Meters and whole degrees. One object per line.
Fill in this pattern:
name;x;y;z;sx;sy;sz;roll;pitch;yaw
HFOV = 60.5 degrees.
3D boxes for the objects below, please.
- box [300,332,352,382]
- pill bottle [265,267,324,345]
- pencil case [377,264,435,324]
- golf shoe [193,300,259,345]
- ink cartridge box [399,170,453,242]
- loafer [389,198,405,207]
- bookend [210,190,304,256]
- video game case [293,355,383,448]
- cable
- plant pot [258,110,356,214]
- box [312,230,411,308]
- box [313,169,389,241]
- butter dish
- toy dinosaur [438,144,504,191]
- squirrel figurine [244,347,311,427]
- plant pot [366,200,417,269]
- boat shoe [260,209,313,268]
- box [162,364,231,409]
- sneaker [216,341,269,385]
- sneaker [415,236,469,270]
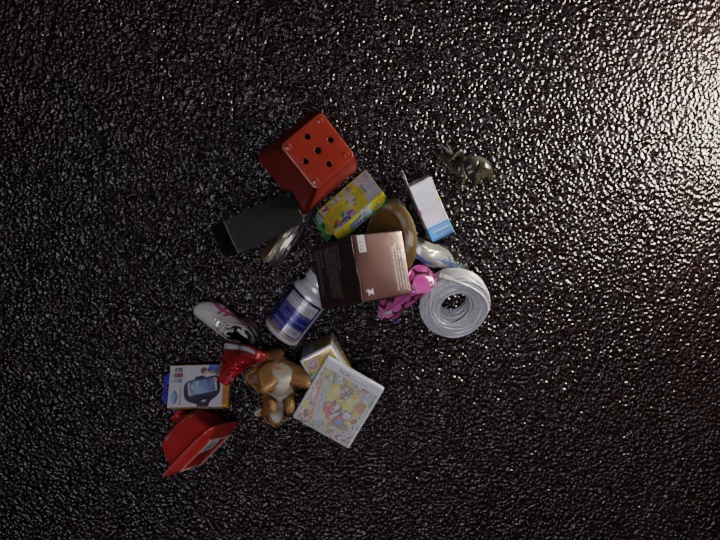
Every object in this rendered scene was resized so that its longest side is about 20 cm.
box;-0.078;0.297;1.744;0.100;0.113;0.202;-27;101;6
pill bottle;-0.162;0.098;1.706;0.115;0.116;0.201;38;97;-7
pencil case;0.119;0.064;1.661;0.093;0.200;0.091;-31;79;-36
golf shoe;-0.377;0.146;1.725;0.197;0.092;0.074;26;101;-4
ink cartridge box;0.176;-0.188;1.658;0.067;0.115;0.203;-24;100;3
loafer;0.097;-0.100;1.694;0.067;0.075;0.204;-9;115;-35
bookend;-0.279;-0.122;1.648;0.197;0.199;0.093;-28;100;-22
video game case;-0.061;0.360;1.689;0.180;0.023;0.202;30;101;-5
cable;0.257;0.090;1.707;0.196;0.070;0.203;10;119;-14
plant pot;-0.123;-0.289;1.581;0.199;0.176;0.201;-41;98;-10
box;0.000;0.000;1.600;0.162;0.199;0.169;-8;87;-36
box;-0.030;-0.165;1.660;0.199;0.118;0.048;-38;137;5
butter dish;-0.481;0.461;1.753;0.199;0.200;0.148;-44;74;6
toy dinosaur;0.303;-0.269;1.666;0.196;0.077;0.104;13;107;0
squirrel figurine;-0.243;0.330;1.733;0.139;0.201;0.189;-8;130;-27
plant pot;0.074;-0.084;1.646;0.027;0.198;0.204;-11;103;-37
boat shoe;-0.193;-0.096;1.698;0.065;0.072;0.201;41;83;-35
box;-0.467;0.331;1.757;0.196;0.042;0.121;-1;69;-2
sneaker;-0.324;0.264;1.689;0.078;0.199;0.117;25;74;-33
sneaker;0.210;-0.034;1.704;0.197;0.072;0.073;20;123;-22
